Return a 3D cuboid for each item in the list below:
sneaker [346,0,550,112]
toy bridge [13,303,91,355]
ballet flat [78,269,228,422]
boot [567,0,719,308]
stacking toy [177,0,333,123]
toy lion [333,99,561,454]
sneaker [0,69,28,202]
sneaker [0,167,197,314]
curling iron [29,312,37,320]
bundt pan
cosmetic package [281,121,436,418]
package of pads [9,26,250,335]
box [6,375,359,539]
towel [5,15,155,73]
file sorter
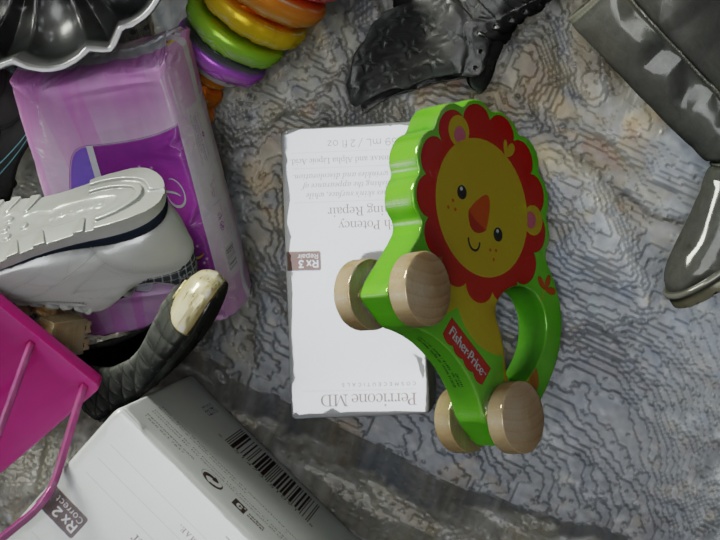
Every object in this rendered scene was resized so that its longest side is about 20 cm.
[{"bbox_3d":[0.087,-0.171,1.098,0.197,0.060,0.106,-4,91,13],"label":"sneaker"},{"bbox_3d":[-0.260,0.021,1.124,0.199,0.067,0.028,16,105,37],"label":"toy bridge"},{"bbox_3d":[-0.147,0.048,1.048,0.057,0.066,0.200,47,138,-4],"label":"ballet flat"},{"bbox_3d":[0.213,-0.102,1.060,0.200,0.073,0.182,44,83,-14],"label":"boot"},{"bbox_3d":[-0.085,-0.171,1.105,0.109,0.117,0.201,19,120,-30],"label":"stacking toy"},{"bbox_3d":[0.078,-0.005,1.068,0.068,0.192,0.200,-6,131,44],"label":"toy lion"},{"bbox_3d":[-0.289,-0.052,1.108,0.079,0.075,0.201,32,98,-36],"label":"sneaker"},{"bbox_3d":[-0.207,-0.003,1.051,0.198,0.077,0.081,-9,131,19],"label":"sneaker"},{"bbox_3d":[-0.230,-0.023,1.163,0.049,0.025,0.202,25,101,27],"label":"curling iron"},{"bbox_3d":[-0.210,-0.228,1.020,0.199,0.076,0.204,0,96,-3],"label":"bundt pan"},{"bbox_3d":[0.000,0.000,1.109,0.100,0.074,0.202,-3,91,7],"label":"cosmetic package"},{"bbox_3d":[-0.155,-0.061,1.092,0.119,0.076,0.202,-7,114,13],"label":"package of pads"},{"bbox_3d":[-0.110,0.192,1.068,0.199,0.200,0.131,43,97,3],"label":"box"},{"bbox_3d":[-0.248,-0.206,1.107,0.190,0.035,0.202,-12,117,-2],"label":"towel"},{"bbox_3d":[-0.290,0.081,0.986,0.139,0.126,0.200,-38,113,23],"label":"file sorter"}]
